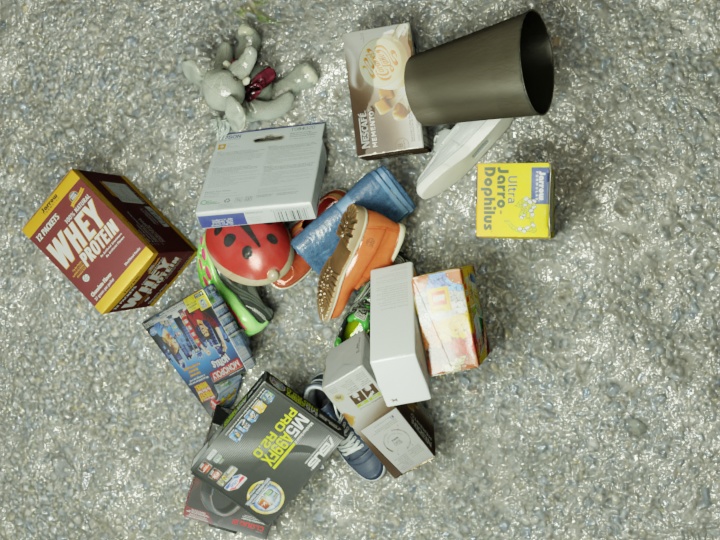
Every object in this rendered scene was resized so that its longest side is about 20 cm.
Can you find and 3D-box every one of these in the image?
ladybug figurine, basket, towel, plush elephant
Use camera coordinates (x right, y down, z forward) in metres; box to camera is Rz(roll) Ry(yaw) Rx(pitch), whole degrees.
[{"bbox_3d":[-0.184,-0.053,1.701,0.135,0.072,0.200,-30,48,-17],"label":"ladybug figurine"},{"bbox_3d":[0.178,-0.295,1.591,0.199,0.136,0.181,-10,47,29],"label":"basket"},{"bbox_3d":[-0.011,-0.073,1.681,0.200,0.112,0.049,-40,45,3],"label":"towel"},{"bbox_3d":[-0.197,-0.306,1.691,0.165,0.155,0.200,42,94,9],"label":"plush elephant"}]

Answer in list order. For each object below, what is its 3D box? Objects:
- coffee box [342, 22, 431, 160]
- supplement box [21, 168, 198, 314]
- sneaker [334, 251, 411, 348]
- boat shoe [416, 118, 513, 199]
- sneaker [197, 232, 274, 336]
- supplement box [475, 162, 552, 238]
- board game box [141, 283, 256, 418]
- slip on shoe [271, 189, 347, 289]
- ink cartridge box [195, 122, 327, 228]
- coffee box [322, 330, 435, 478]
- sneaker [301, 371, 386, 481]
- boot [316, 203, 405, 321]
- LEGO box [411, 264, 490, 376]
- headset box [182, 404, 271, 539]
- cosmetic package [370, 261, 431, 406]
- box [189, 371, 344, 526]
[{"bbox_3d":[0.043,-0.286,1.685,0.113,0.080,0.202,-6,90,12],"label":"coffee box"},{"bbox_3d":[-0.409,-0.048,1.729,0.197,0.200,0.133,44,100,8],"label":"supplement box"},{"bbox_3d":[0.024,0.060,1.697,0.078,0.085,0.201,28,96,10],"label":"sneaker"},{"bbox_3d":[0.155,-0.203,1.672,0.200,0.072,0.069,-47,67,12],"label":"boat shoe"},{"bbox_3d":[-0.214,0.021,1.762,0.201,0.083,0.077,57,145,17],"label":"sneaker"},{"bbox_3d":[0.238,-0.103,1.587,0.109,0.200,0.110,0,91,12],"label":"supplement box"},{"bbox_3d":[-0.248,0.136,1.734,0.199,0.062,0.201,-25,96,45],"label":"board game box"},{"bbox_3d":[-0.089,-0.052,1.731,0.074,0.061,0.200,42,101,6],"label":"slip on shoe"},{"bbox_3d":[-0.157,-0.156,1.712,0.195,0.201,0.043,-5,134,13],"label":"ink cartridge box"},{"bbox_3d":[0.030,0.211,1.639,0.079,0.115,0.200,-32,109,16],"label":"coffee box"},{"bbox_3d":[-0.031,0.263,1.701,0.070,0.108,0.201,-32,85,12],"label":"sneaker"},{"bbox_3d":[0.000,0.000,1.650,0.107,0.075,0.201,13,115,-27],"label":"boot"},{"bbox_3d":[0.143,0.072,1.612,0.077,0.200,0.150,-11,90,12],"label":"LEGO box"},{"bbox_3d":[-0.200,0.343,1.726,0.148,0.075,0.201,18,107,-7],"label":"headset box"},{"bbox_3d":[0.060,0.093,1.570,0.071,0.201,0.102,-11,131,11],"label":"cosmetic package"},{"bbox_3d":[-0.147,0.282,1.644,0.160,0.044,0.200,38,103,-12],"label":"box"}]
